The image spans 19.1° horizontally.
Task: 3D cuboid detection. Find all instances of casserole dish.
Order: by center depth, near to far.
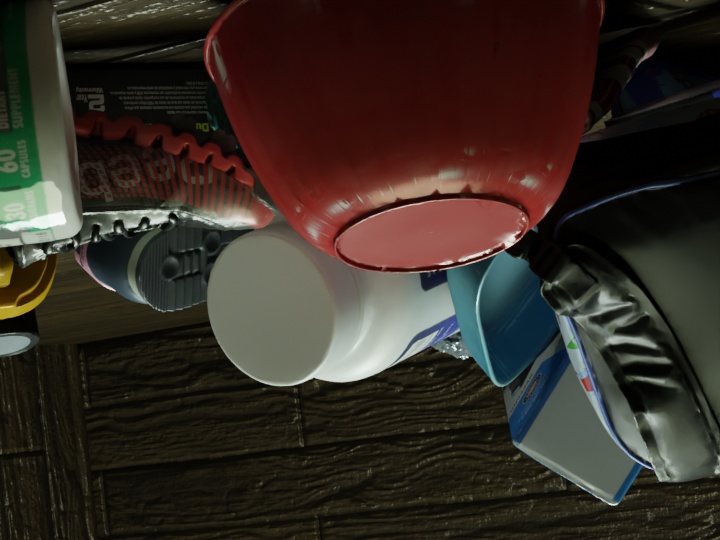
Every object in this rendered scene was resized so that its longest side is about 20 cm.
[{"bbox_3d":[0.096,-0.008,1.269,0.039,0.121,0.200,33,164,21],"label":"casserole dish"}]

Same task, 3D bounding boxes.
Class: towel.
[{"bbox_3d":[0.091,-0.083,1.218,0.143,0.023,0.200,-23,-170,23],"label":"towel"}]

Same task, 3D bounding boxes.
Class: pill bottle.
[{"bbox_3d":[-0.232,-0.059,0.980,0.198,0.114,0.113,-8,176,-4],"label":"pill bottle"},{"bbox_3d":[0.000,0.000,1.289,0.119,0.121,0.200,-10,-173,33],"label":"pill bottle"}]

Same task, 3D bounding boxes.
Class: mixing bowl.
[{"bbox_3d":[0.027,-0.066,1.034,0.198,0.109,0.200,-6,161,-2],"label":"mixing bowl"}]

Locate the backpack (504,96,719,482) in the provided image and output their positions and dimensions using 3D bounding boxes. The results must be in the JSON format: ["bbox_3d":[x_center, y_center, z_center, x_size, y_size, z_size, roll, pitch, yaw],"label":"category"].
[{"bbox_3d":[0.185,0.008,1.150,0.198,0.192,0.154,-12,-154,7],"label":"backpack"}]

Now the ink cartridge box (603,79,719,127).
[{"bbox_3d":[0.230,-0.068,1.250,0.044,0.095,0.200,-25,-175,-29],"label":"ink cartridge box"}]

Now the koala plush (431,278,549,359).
[{"bbox_3d":[0.072,-0.034,1.440,0.183,0.179,0.199,11,175,-34],"label":"koala plush"}]

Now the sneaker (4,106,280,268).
[{"bbox_3d":[-0.140,-0.042,1.127,0.199,0.099,0.071,14,171,-10],"label":"sneaker"}]

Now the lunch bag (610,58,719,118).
[{"bbox_3d":[0.239,-0.065,1.436,0.094,0.151,0.200,-36,163,9],"label":"lunch bag"}]

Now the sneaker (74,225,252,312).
[{"bbox_3d":[-0.092,-0.020,1.344,0.082,0.071,0.199,17,-168,37],"label":"sneaker"}]

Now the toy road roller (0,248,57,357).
[{"bbox_3d":[-0.319,-0.010,1.545,0.198,0.124,0.146,-6,161,-16],"label":"toy road roller"}]

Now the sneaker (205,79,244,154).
[{"bbox_3d":[0.014,-0.097,1.190,0.198,0.078,0.091,-6,180,1],"label":"sneaker"}]

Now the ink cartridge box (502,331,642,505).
[{"bbox_3d":[0.163,0.048,1.418,0.084,0.145,0.200,30,-170,-5],"label":"ink cartridge box"}]

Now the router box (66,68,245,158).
[{"bbox_3d":[-0.122,-0.077,1.277,0.199,0.063,0.149,-4,176,-34],"label":"router box"}]
